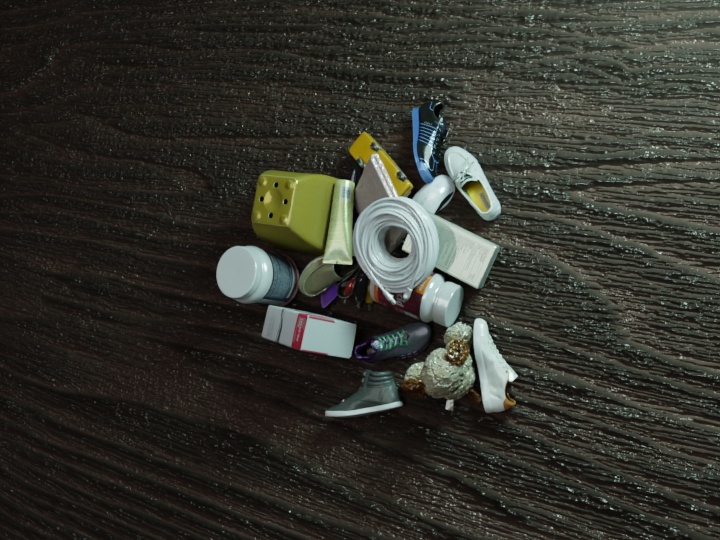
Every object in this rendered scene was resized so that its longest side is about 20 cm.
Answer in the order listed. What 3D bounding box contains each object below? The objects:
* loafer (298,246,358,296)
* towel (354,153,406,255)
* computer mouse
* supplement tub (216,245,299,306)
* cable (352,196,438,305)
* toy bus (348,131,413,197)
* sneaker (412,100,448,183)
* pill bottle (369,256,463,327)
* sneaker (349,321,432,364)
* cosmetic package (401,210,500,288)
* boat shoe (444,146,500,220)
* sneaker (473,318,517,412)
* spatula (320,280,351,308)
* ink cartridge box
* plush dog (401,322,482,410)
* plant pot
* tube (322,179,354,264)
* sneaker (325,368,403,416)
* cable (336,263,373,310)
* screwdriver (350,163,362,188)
[{"bbox_3d":[-0.072,-0.002,1.618,0.199,0.076,0.069,-40,34,11],"label":"loafer"},{"bbox_3d":[0.047,-0.144,1.536,0.032,0.200,0.194,-20,75,-22],"label":"towel"},{"bbox_3d":[0.142,-0.148,1.561,0.201,0.044,0.110,-49,64,13],"label":"computer mouse"},{"bbox_3d":[-0.255,0.016,1.654,0.137,0.199,0.145,-4,81,25],"label":"supplement tub"},{"bbox_3d":[0.078,-0.057,1.407,0.200,0.069,0.201,45,119,13],"label":"cable"},{"bbox_3d":[0.053,-0.247,1.601,0.065,0.078,0.201,-45,66,13],"label":"toy bus"},{"bbox_3d":[0.169,-0.308,1.546,0.076,0.070,0.205,-14,69,28],"label":"sneaker"},{"bbox_3d":[0.129,0.049,1.502,0.196,0.114,0.117,21,92,27],"label":"pill bottle"},{"bbox_3d":[0.073,0.174,1.528,0.197,0.087,0.076,-25,73,22],"label":"sneaker"},{"bbox_3d":[0.204,-0.051,1.480,0.197,0.073,0.106,29,101,17],"label":"cosmetic package"},{"bbox_3d":[0.244,-0.205,1.493,0.074,0.086,0.205,-33,70,19],"label":"boat shoe"},{"bbox_3d":[0.296,0.202,1.426,0.083,0.073,0.206,-11,89,21],"label":"sneaker"},{"bbox_3d":[-0.023,0.025,1.633,0.197,0.021,0.057,-30,47,16],"label":"spatula"},{"bbox_3d":[-0.125,0.144,1.564,0.198,0.143,0.086,9,86,54],"label":"ink cartridge box"},{"bbox_3d":[0.184,0.225,1.415,0.200,0.171,0.161,-46,65,14],"label":"plush dog"},{"bbox_3d":[-0.166,-0.155,1.633,0.191,0.199,0.200,9,87,28],"label":"plant pot"},{"bbox_3d":[-0.048,-0.116,1.593,0.057,0.051,0.206,-11,71,55],"label":"tube"},{"bbox_3d":[0.002,0.292,1.562,0.195,0.071,0.102,-15,75,18],"label":"sneaker"},{"bbox_3d":[0.000,0.000,1.571,0.094,0.050,0.205,12,109,0],"label":"cable"},{"bbox_3d":[-0.028,-0.171,1.657,0.028,0.028,0.205,16,87,-2],"label":"screwdriver"}]
